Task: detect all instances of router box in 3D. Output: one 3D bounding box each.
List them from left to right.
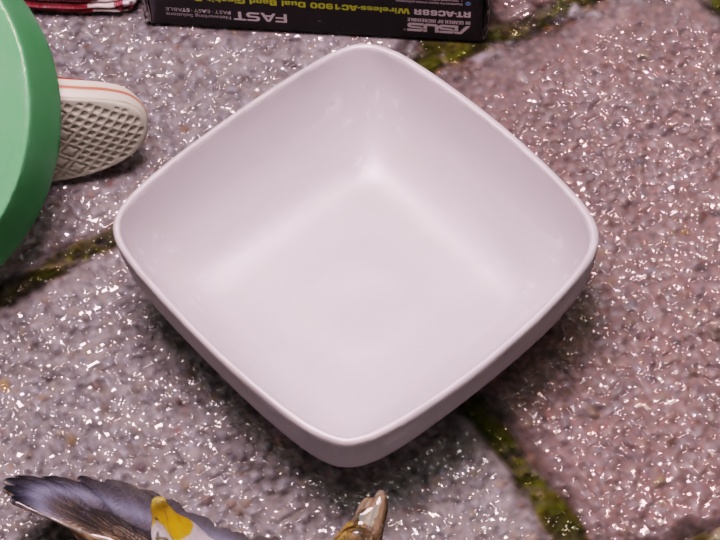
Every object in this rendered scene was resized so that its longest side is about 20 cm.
[{"bbox_3d":[-0.020,-0.212,1.339,0.199,0.062,0.151,3,56,4],"label":"router box"}]

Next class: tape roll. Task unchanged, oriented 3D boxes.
[{"bbox_3d":[-0.255,-0.077,1.201,0.199,0.048,0.202,-1,87,13],"label":"tape roll"}]

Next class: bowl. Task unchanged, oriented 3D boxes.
[{"bbox_3d":[0.000,0.000,1.184,0.199,0.075,0.200,-37,61,-22],"label":"bowl"}]

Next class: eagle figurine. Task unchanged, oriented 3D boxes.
[{"bbox_3d":[-0.075,0.156,1.065,0.199,0.152,0.152,-12,5,29],"label":"eagle figurine"}]

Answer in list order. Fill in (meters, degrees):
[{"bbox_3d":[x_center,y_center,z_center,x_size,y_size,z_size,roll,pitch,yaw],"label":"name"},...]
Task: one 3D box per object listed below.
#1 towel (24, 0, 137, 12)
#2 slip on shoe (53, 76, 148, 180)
[{"bbox_3d":[-0.221,-0.211,1.372,0.199,0.023,0.145,2,53,1],"label":"towel"},{"bbox_3d":[-0.212,-0.091,1.259,0.199,0.074,0.061,2,52,9],"label":"slip on shoe"}]
